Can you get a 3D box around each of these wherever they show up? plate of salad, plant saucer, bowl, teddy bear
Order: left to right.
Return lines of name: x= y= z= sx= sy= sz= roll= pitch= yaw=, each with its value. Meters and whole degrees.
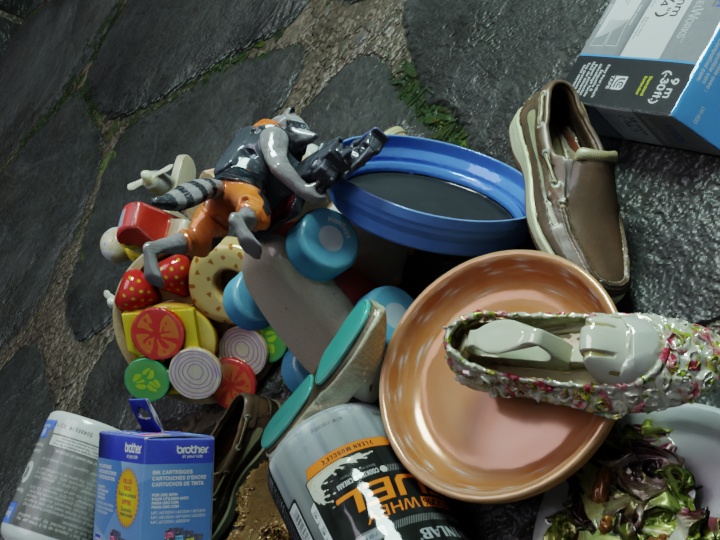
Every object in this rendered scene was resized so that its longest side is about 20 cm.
teddy bear: x=-0.067 y=0.220 z=0.877 sx=0.145 sy=0.067 sz=0.200 roll=-16 pitch=45 yaw=29
bowl: x=0.066 y=-0.071 z=0.847 sx=0.201 sy=0.200 sz=0.039 roll=-129 pitch=44 yaw=-53
plant saucer: x=0.108 y=0.080 z=0.704 sx=0.200 sy=0.037 sz=0.201 roll=-17 pitch=56 yaw=26
plate of salad: x=0.194 y=0.178 z=0.618 sx=0.200 sy=0.048 sz=0.200 roll=-29 pitch=44 yaw=32

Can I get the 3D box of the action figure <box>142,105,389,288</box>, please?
action figure: x=-0.081 y=-0.080 z=0.769 sx=0.200 sy=0.105 sz=0.194 roll=-30 pitch=21 yaw=38

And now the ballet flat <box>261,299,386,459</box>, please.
ballet flat: x=-0.017 y=0.102 z=0.796 sx=0.200 sy=0.062 sz=0.068 roll=-53 pitch=16 yaw=34

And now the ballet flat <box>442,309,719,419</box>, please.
ballet flat: x=0.142 y=0.058 z=0.626 sx=0.200 sy=0.064 sz=0.076 roll=-5 pitch=62 yaw=32

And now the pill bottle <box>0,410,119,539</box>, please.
pill bottle: x=-0.355 y=0.279 z=1.100 sx=0.114 sy=0.114 sz=0.200 roll=-6 pitch=58 yaw=46

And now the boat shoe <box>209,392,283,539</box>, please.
boat shoe: x=-0.157 y=0.211 z=0.962 sx=0.203 sy=0.075 sz=0.075 roll=-57 pitch=36 yaw=-1

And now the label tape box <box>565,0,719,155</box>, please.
label tape box: x=0.283 y=-0.179 z=0.781 sx=0.200 sy=0.063 sz=0.144 roll=24 pitch=82 yaw=54

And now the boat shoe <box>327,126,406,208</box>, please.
boat shoe: x=0.003 y=-0.065 z=1.015 sx=0.064 sy=0.071 sz=0.200 roll=34 pitch=89 yaw=18

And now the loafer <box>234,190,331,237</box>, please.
loafer: x=-0.091 y=-0.035 z=1.079 sx=0.071 sy=0.073 sz=0.200 roll=50 pitch=116 yaw=23

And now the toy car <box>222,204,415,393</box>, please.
toy car: x=0.000 y=0.000 z=0.917 sx=0.200 sy=0.177 sz=0.184 roll=-42 pitch=3 yaw=-36

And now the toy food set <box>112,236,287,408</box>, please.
toy food set: x=-0.179 y=0.062 z=1.025 sx=0.199 sy=0.198 sz=0.049 roll=-5 pitch=14 yaw=6

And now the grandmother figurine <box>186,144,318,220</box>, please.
grandmother figurine: x=-0.108 y=-0.110 z=1.086 sx=0.061 sy=0.200 sz=0.121 roll=55 pitch=131 yaw=8

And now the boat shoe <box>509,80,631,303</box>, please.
boat shoe: x=0.176 y=-0.071 z=0.758 sx=0.075 sy=0.075 sz=0.203 roll=122 pitch=139 yaw=-50

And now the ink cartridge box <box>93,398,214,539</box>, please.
ink cartridge box: x=-0.204 y=0.227 z=0.902 sx=0.136 sy=0.076 sz=0.201 roll=-12 pitch=73 yaw=55

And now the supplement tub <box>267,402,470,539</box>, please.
supplement tub: x=0.015 y=0.211 z=0.719 sx=0.123 sy=0.122 sz=0.200 roll=-47 pitch=46 yaw=12

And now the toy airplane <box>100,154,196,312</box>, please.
toy airplane: x=-0.248 y=-0.024 z=1.141 sx=0.141 sy=0.200 sz=0.200 roll=6 pitch=28 yaw=8

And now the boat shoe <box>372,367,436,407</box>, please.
boat shoe: x=0.100 y=0.075 z=0.793 sx=0.200 sy=0.072 sz=0.072 roll=-19 pitch=44 yaw=26
